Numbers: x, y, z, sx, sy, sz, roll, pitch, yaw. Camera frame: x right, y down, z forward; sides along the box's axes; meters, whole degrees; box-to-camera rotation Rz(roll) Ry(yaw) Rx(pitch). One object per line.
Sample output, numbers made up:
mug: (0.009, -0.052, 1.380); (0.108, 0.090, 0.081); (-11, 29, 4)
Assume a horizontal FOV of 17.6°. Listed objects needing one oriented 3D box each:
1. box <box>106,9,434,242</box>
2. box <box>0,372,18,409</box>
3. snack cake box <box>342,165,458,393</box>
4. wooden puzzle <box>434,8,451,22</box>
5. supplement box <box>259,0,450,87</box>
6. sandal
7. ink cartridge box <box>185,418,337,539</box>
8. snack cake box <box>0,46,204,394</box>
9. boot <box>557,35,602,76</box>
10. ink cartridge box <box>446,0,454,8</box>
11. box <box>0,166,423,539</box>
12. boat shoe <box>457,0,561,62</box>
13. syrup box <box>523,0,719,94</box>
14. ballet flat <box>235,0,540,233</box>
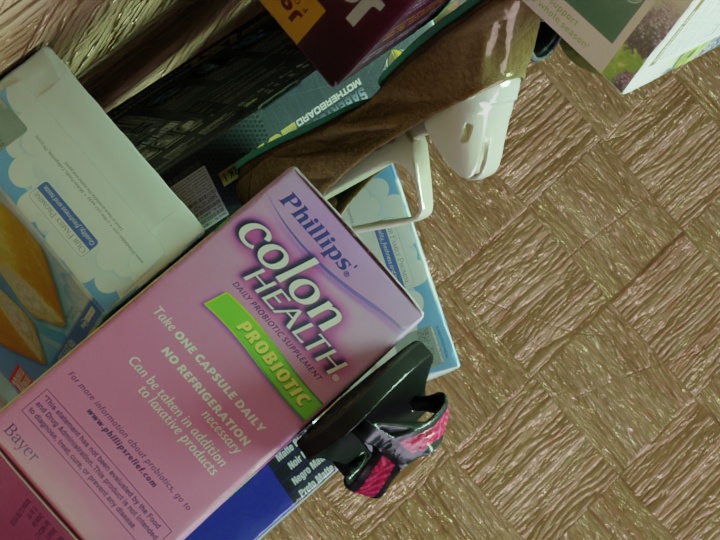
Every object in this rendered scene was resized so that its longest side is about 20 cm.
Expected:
box: (-0.069, -0.079, 1.247); (0.199, 0.051, 0.157); (-35, -157, -22)
box: (-0.168, 0.064, 1.343); (0.152, 0.200, 0.106); (-39, 178, -40)
snack cake box: (0.000, 0.000, 1.299); (0.067, 0.116, 0.200); (-20, -174, -1)
wooden puzzle: (-0.025, -0.105, 1.493); (0.200, 0.046, 0.185); (-40, -148, -7)
supplement box: (0.024, -0.185, 0.981); (0.086, 0.110, 0.200); (-39, 177, -42)
sandal: (0.015, 0.079, 1.112); (0.075, 0.045, 0.200); (-38, 169, -2)
ink cartridge box: (-0.100, 0.164, 1.310); (0.199, 0.041, 0.200); (-40, 177, -20)
snack cake box: (-0.155, -0.014, 1.132); (0.067, 0.115, 0.200); (-41, 177, -23)
boot: (0.164, -0.232, 1.308); (0.200, 0.066, 0.176); (99, 7, -61)
ink cartridge box: (0.043, -0.207, 1.285); (0.146, 0.084, 0.200); (-42, 178, -13)
box: (-0.092, 0.072, 1.106); (0.200, 0.097, 0.176); (-42, 178, -27)
boat shoe: (0.108, -0.168, 1.263); (0.073, 0.063, 0.200); (-42, 178, -17)
syrup box: (0.150, -0.153, 1.077); (0.082, 0.079, 0.200); (-53, 168, 30)
ballet flat: (0.023, -0.063, 1.107); (0.199, 0.073, 0.068); (-33, 170, 30)
